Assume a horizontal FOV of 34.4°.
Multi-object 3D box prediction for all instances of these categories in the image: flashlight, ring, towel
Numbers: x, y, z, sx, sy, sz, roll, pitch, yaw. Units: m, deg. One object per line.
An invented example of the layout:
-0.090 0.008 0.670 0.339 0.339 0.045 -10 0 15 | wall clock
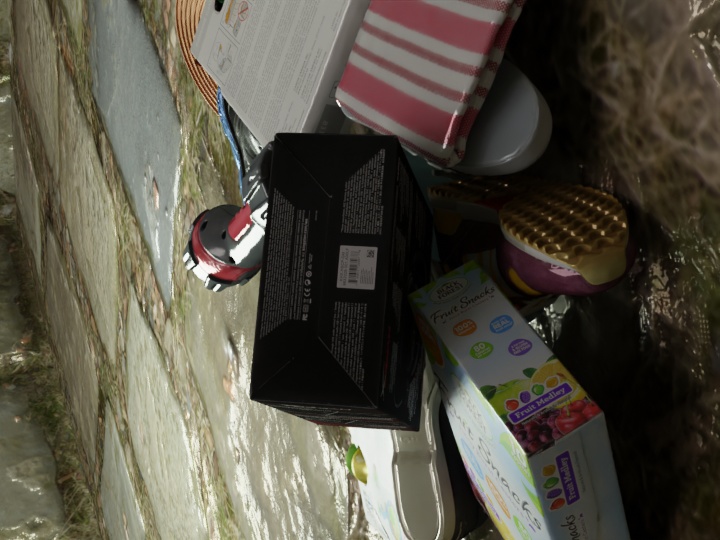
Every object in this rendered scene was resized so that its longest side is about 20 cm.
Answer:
-0.082 -0.041 0.869 0.200 0.067 0.069 139 148 -64 | flashlight
-0.087 -0.194 1.042 0.199 0.019 0.202 25 137 25 | ring
0.058 -0.171 0.700 0.146 0.030 0.202 40 111 56 | towel

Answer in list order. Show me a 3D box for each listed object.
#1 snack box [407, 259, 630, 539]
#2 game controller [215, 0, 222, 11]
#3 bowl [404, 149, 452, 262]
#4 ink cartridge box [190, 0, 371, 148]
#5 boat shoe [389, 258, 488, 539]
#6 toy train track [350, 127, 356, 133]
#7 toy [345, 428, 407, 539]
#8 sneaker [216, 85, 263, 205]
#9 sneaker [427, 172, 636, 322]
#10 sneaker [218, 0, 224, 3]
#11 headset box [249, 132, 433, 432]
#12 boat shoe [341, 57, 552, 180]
0.100 0.112 0.687 0.143 0.053 0.201 52 167 47 | snack box
-0.169 -0.377 1.266 0.105 0.041 0.203 -115 24 -66 | game controller
0.000 0.000 0.906 0.200 0.104 0.204 171 90 -67 | bowl
-0.055 -0.190 0.890 0.200 0.050 0.162 52 128 44 | ink cartridge box
0.058 0.091 0.821 0.072 0.062 0.203 -2 90 51 | boat shoe
-0.004 -0.144 0.924 0.115 0.032 0.200 58 168 -22 | toy train track
0.038 0.172 0.957 0.200 0.047 0.117 -171 70 -70 | toy
-0.067 -0.089 1.035 0.082 0.070 0.202 11 127 51 | sneaker
0.106 -0.002 0.706 0.200 0.074 0.091 -141 37 -67 | sneaker
-0.098 -0.277 1.059 0.074 0.082 0.202 -126 35 -48 | sneaker
-0.003 0.018 0.716 0.200 0.076 0.151 51 -137 -76 | headset box
0.062 -0.092 0.741 0.198 0.068 0.074 18 81 55 | boat shoe
